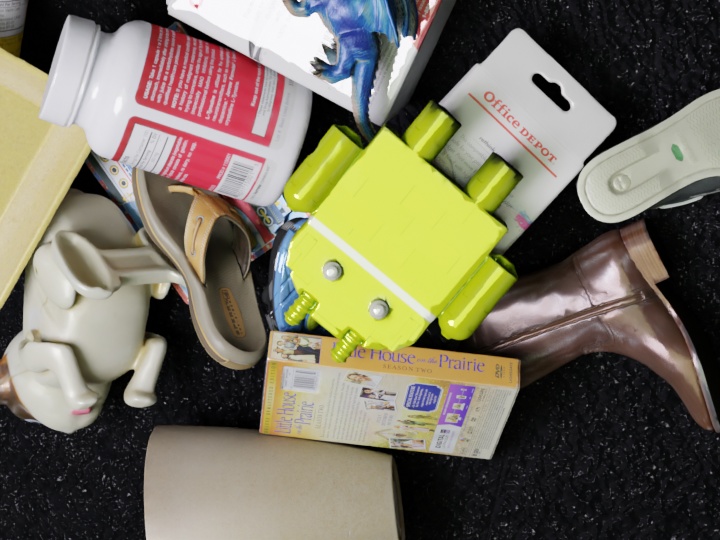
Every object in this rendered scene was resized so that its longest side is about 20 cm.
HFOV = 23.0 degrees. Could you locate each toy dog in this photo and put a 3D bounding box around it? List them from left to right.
[{"bbox_3d":[-0.250,0.048,1.510,0.194,0.139,0.201,39,121,26],"label":"toy dog"}]

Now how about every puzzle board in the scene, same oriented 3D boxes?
[{"bbox_3d":[-0.152,-0.088,1.505,0.150,0.017,0.200,-34,94,23],"label":"puzzle board"}]

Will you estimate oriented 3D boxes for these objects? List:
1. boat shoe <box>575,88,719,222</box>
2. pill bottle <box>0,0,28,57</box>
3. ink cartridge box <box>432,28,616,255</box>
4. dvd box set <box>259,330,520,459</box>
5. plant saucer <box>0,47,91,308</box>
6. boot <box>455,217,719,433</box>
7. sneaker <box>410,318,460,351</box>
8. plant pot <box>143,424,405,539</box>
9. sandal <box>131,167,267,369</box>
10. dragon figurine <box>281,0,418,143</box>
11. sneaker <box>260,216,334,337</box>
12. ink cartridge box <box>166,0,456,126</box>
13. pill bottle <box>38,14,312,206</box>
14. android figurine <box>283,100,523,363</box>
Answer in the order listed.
[{"bbox_3d":[0.261,-0.092,1.350,0.199,0.068,0.072,-21,85,8],"label":"boat shoe"},{"bbox_3d":[-0.333,-0.224,1.467,0.112,0.113,0.201,19,112,11],"label":"pill bottle"},{"bbox_3d":[0.092,-0.078,1.381,0.116,0.067,0.200,44,92,-1],"label":"ink cartridge box"},{"bbox_3d":[0.020,0.103,1.428,0.199,0.030,0.147,6,151,-2],"label":"dvd box set"},{"bbox_3d":[-0.337,-0.092,1.421,0.199,0.048,0.201,29,91,-28],"label":"plant saucer"},{"bbox_3d":[0.176,0.075,1.424,0.199,0.064,0.187,-25,85,20],"label":"boot"},{"bbox_3d":[0.000,0.000,1.453,0.201,0.075,0.088,62,148,11],"label":"sneaker"},{"bbox_3d":[-0.065,0.212,1.497,0.199,0.187,0.188,-8,105,5],"label":"plant pot"},{"bbox_3d":[-0.120,-0.018,1.445,0.054,0.080,0.201,-35,74,44],"label":"sandal"},{"bbox_3d":[0.007,-0.187,1.310,0.099,0.059,0.201,-20,98,21],"label":"dragon figurine"},{"bbox_3d":[-0.053,0.024,1.436,0.083,0.071,0.200,47,160,28],"label":"sneaker"},{"bbox_3d":[-0.030,-0.228,1.386,0.199,0.083,0.147,29,112,7],"label":"ink cartridge box"},{"bbox_3d":[-0.147,-0.131,1.400,0.199,0.112,0.113,17,113,-14],"label":"pill bottle"},{"bbox_3d":[0.025,-0.023,1.327,0.182,0.041,0.200,41,97,-5],"label":"android figurine"}]
